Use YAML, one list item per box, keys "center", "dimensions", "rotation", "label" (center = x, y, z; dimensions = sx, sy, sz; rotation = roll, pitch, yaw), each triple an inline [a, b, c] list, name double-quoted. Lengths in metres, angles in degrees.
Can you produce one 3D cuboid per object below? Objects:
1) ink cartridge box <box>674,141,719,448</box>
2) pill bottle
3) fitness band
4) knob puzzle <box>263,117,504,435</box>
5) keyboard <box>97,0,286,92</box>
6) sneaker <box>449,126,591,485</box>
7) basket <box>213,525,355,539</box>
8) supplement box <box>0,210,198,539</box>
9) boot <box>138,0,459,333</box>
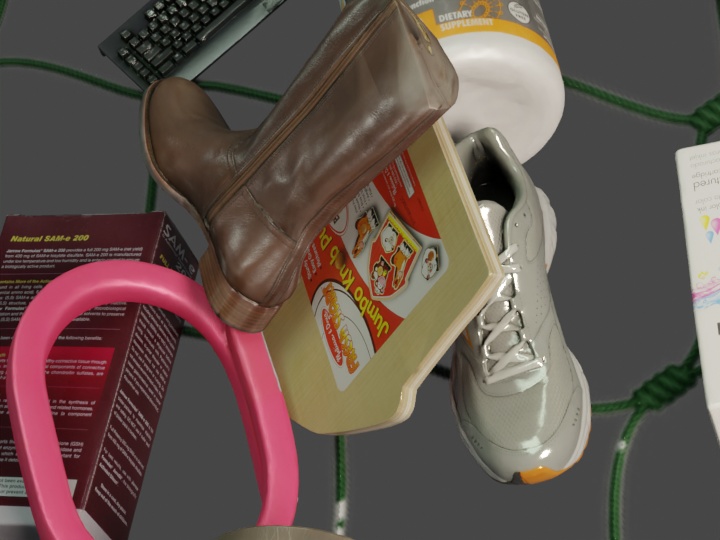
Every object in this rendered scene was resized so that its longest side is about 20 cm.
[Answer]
- center: [0.227, 0.025, 0.996]
  dimensions: [0.116, 0.067, 0.201]
  rotation: [-12, 54, 14]
  label: "ink cartridge box"
- center: [0.045, -0.157, 1.167]
  dimensions: [0.115, 0.117, 0.201]
  rotation: [-19, 52, 9]
  label: "pill bottle"
- center: [-0.111, 0.085, 1.063]
  dimensions: [0.142, 0.037, 0.201]
  rotation: [-10, 65, -18]
  label: "fitness band"
- center: [0.000, 0.000, 1.072]
  dimensions: [0.219, 0.030, 0.222]
  rotation: [-18, 68, 52]
  label: "knob puzzle"
- center: [-0.092, -0.204, 1.317]
  dimensions: [0.200, 0.021, 0.127]
  rotation: [-42, 52, -10]
  label: "keyboard"
- center: [0.069, 0.015, 1.053]
  dimensions: [0.075, 0.092, 0.201]
  rotation: [-16, 54, 11]
  label: "sneaker"
- center: [-0.040, 0.232, 0.926]
  dimensions: [0.179, 0.136, 0.201]
  rotation: [0, 54, 17]
  label: "basket"
- center: [-0.169, 0.065, 1.136]
  dimensions: [0.108, 0.061, 0.201]
  rotation: [0, 58, 21]
  label: "supplement box"
- center: [-0.034, -0.096, 1.067]
  dimensions: [0.200, 0.064, 0.187]
  rotation: [-52, 49, 34]
  label: "boot"
